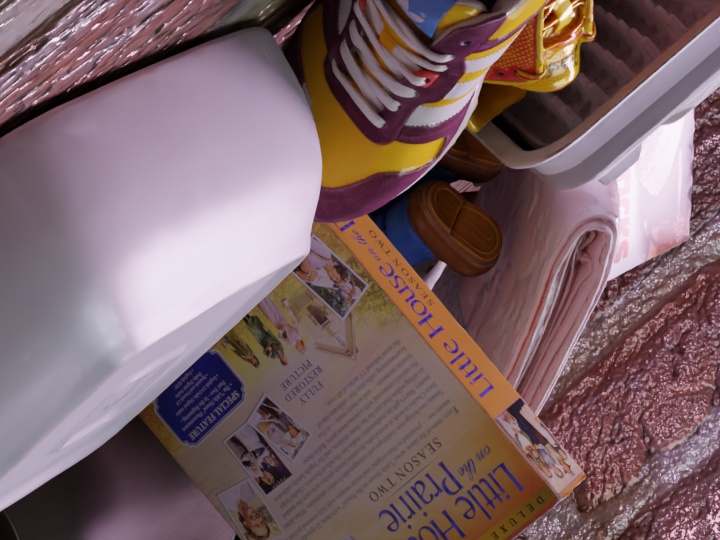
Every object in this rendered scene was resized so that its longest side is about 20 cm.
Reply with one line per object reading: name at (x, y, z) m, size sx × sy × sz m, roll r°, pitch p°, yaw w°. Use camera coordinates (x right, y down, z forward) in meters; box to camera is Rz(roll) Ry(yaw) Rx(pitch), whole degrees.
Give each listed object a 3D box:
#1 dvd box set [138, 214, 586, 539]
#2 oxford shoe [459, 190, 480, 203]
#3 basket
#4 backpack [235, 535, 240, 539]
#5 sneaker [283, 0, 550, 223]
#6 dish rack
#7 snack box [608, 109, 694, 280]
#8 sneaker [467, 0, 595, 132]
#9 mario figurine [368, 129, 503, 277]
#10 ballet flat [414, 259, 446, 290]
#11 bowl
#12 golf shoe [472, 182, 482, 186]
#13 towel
dvd box set at (-0.021, 0.048, 0.994) m, size 0.146 × 0.200 × 0.029 m, roll -45°, pitch 174°, yaw 38°
oxford shoe at (0.080, -0.009, 1.369) m, size 0.071 × 0.073 × 0.200 m, roll -3°, pitch -179°, yaw 6°
basket at (-0.158, 0.123, 1.073) m, size 0.180 × 0.136 × 0.200 m, roll -45°, pitch 171°, yaw 14°
backpack at (-0.035, 0.111, 1.520) m, size 0.147 × 0.200 × 0.183 m, roll -60°, pitch 173°, yaw 1°
sneaker at (0.019, -0.090, 0.834) m, size 0.200 × 0.075 × 0.090 m, roll -52°, pitch 171°, yaw 27°
dish rack at (0.116, -0.109, 1.071) m, size 0.172 × 0.044 × 0.200 m, roll -40°, pitch -157°, yaw 1°
snack box at (0.138, -0.094, 1.235) m, size 0.072 × 0.024 × 0.200 m, roll -25°, pitch 127°, yaw -34°
sneaker at (0.070, -0.116, 0.947) m, size 0.073 × 0.077 × 0.200 m, roll -37°, pitch 173°, yaw -18°
mario figurine at (0.000, 0.000, 1.184) m, size 0.200 × 0.106 × 0.123 m, roll -29°, pitch -172°, yaw 43°
ballet flat at (0.002, 0.000, 1.301) m, size 0.200 × 0.071 × 0.069 m, roll -26°, pitch -149°, yaw 50°
bowl at (-0.104, 0.017, 0.821) m, size 0.200 × 0.075 × 0.200 m, roll -41°, pitch 175°, yaw 30°
golf shoe at (0.107, -0.096, 1.341) m, size 0.097 × 0.078 × 0.200 m, roll -26°, pitch -179°, yaw 20°
towel at (0.071, 0.003, 1.145) m, size 0.200 × 0.032 × 0.191 m, roll -89°, pitch -160°, yaw -59°
